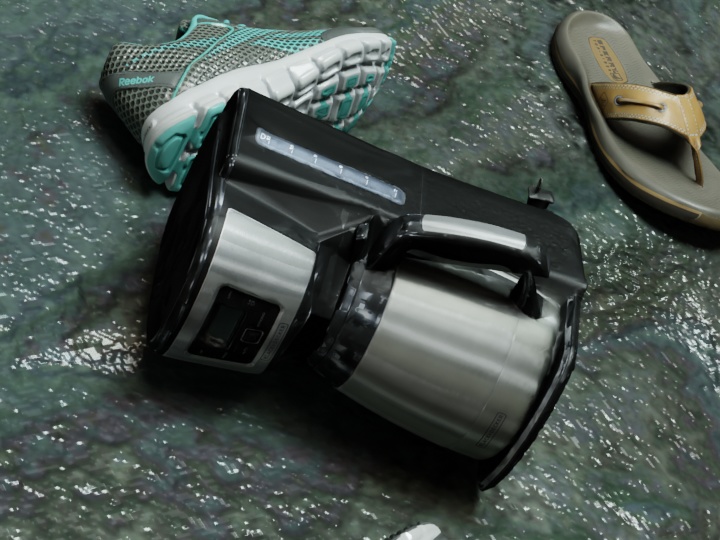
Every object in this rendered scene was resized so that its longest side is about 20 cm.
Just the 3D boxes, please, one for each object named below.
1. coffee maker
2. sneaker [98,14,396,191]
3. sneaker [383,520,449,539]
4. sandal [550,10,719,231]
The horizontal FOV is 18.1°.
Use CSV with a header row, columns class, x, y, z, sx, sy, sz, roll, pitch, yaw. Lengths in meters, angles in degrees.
class,x,y,z,sx,sy,sz,roll,pitch,yaw
coffee maker,0.000,0.000,1.160,0.200,0.135,0.192,23,16,-11
sneaker,-0.063,-0.114,1.271,0.200,0.078,0.091,-19,55,-46
sneaker,-0.009,0.185,0.989,0.080,0.074,0.200,47,44,-1
sandal,0.184,-0.103,1.427,0.082,0.055,0.200,4,45,-29
